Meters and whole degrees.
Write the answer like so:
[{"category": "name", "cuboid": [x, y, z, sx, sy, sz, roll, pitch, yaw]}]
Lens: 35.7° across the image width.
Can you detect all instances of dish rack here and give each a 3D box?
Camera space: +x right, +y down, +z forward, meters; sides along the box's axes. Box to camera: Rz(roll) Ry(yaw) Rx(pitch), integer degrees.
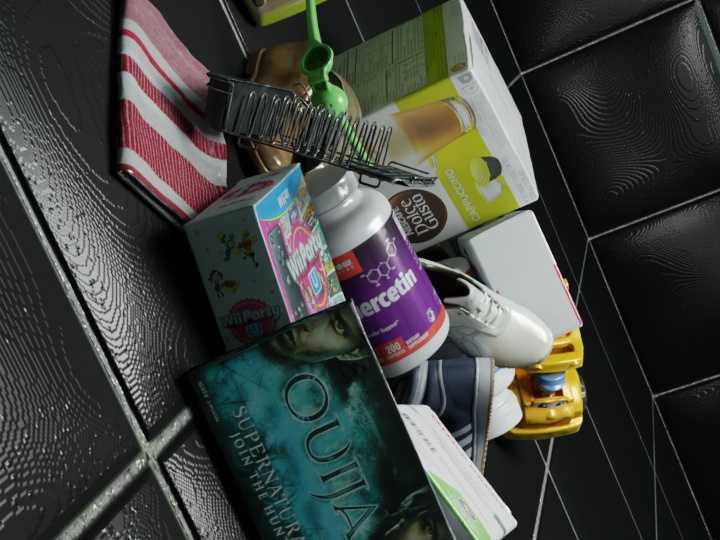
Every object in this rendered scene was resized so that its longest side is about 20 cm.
[{"category": "dish rack", "cuboid": [-0.028, -0.118, 0.984, 0.153, 0.199, 0.055, -20, 128, -72]}]

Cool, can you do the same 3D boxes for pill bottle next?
[{"category": "pill bottle", "cuboid": [0.000, 0.000, 1.095, 0.201, 0.112, 0.113, 60, 20, -22]}, {"category": "pill bottle", "cuboid": [0.114, 0.095, 1.310, 0.201, 0.112, 0.112, 66, 19, -10]}]

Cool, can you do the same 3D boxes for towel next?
[{"category": "towel", "cuboid": [-0.155, -0.124, 0.938, 0.144, 0.023, 0.201, 45, 30, -49]}]

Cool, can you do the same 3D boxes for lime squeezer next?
[{"category": "lime squeezer", "cuboid": [-0.029, -0.193, 1.118, 0.070, 0.038, 0.201, -22, 93, -52]}]

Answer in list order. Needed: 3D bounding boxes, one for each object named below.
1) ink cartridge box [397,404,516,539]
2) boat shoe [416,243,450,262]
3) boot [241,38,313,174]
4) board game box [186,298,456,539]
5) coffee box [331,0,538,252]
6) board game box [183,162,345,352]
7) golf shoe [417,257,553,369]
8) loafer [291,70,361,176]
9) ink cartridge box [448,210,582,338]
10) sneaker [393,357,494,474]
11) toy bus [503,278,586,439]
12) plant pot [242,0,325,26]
[{"category": "ink cartridge box", "cuboid": [0.050, 0.196, 0.973, 0.146, 0.084, 0.200, 52, 8, 15]}, {"category": "boat shoe", "cuboid": [0.110, 0.042, 1.439, 0.065, 0.073, 0.201, -96, 162, -67]}, {"category": "boot", "cuboid": [-0.075, -0.167, 1.125, 0.201, 0.075, 0.074, -90, 155, -43]}, {"category": "board game box", "cuboid": [-0.027, 0.138, 0.836, 0.028, 0.135, 0.201, -127, -167, -83]}, {"category": "coffee box", "cuboid": [0.082, -0.173, 1.370, 0.200, 0.197, 0.200, 56, 20, -32]}, {"category": "board game box", "cuboid": [-0.064, 0.028, 0.928, 0.148, 0.064, 0.201, -58, 132, -68]}, {"category": "golf shoe", "cuboid": [0.119, 0.046, 1.191, 0.097, 0.199, 0.079, 126, -13, -78]}, {"category": "loafer", "cuboid": [-0.041, -0.150, 1.198, 0.068, 0.076, 0.201, 56, 22, -50]}, {"category": "ink cartridge box", "cuboid": [0.181, 0.010, 1.343, 0.200, 0.083, 0.146, -146, -150, -87]}, {"category": "sneaker", "cuboid": [0.086, 0.176, 1.237, 0.070, 0.108, 0.201, -86, 179, -57]}, {"category": "toy bus", "cuboid": [0.245, 0.106, 1.513, 0.192, 0.135, 0.201, 106, -23, -61]}, {"category": "plant pot", "cuboid": [-0.065, -0.392, 1.217, 0.200, 0.199, 0.182, 59, 26, -27]}]
